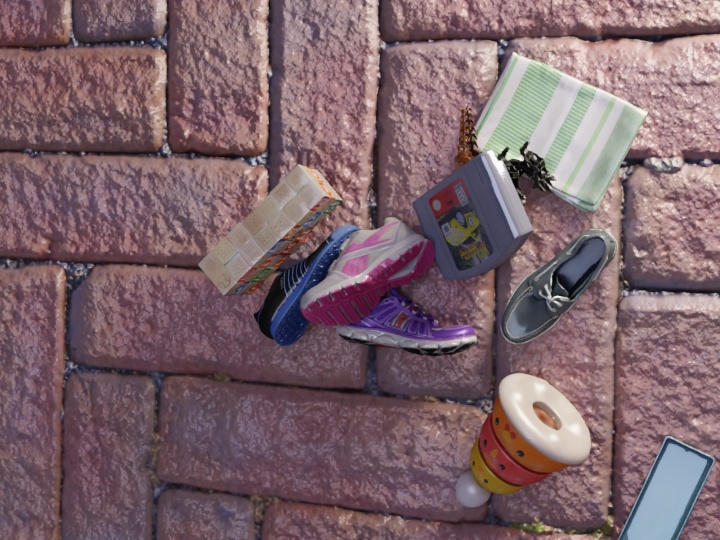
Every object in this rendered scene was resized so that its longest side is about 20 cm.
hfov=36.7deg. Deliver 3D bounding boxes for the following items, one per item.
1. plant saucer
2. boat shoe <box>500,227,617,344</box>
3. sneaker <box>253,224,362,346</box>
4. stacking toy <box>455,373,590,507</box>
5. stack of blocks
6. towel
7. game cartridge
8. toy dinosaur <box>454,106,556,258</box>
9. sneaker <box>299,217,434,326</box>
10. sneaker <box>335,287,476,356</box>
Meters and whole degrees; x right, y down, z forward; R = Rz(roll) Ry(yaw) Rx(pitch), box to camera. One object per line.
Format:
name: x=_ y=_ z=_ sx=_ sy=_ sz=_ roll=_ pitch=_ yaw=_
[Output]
plant saucer: x=0.393 y=0.321 z=1.429 sx=0.069 sy=0.019 sz=0.202 roll=25 pitch=97 yaw=14
boat shoe: x=0.258 y=0.021 z=1.438 sx=0.200 sy=0.062 sz=0.073 roll=-45 pitch=80 yaw=12
sneaker: x=-0.076 y=0.009 z=1.530 sx=0.200 sy=0.070 sz=0.078 roll=-51 pitch=42 yaw=-6
stacking toy: x=0.196 y=0.250 z=1.442 sx=0.146 sy=0.146 sz=0.201 roll=42 pitch=118 yaw=11
stack of blocks: x=-0.121 y=-0.054 z=1.517 sx=0.200 sy=0.115 sz=0.059 roll=-43 pitch=80 yaw=11
towel: x=0.259 y=-0.186 z=1.454 sx=0.199 sy=0.023 sz=0.154 roll=29 pitch=98 yaw=14
game cartridge: x=0.143 y=-0.062 z=1.416 sx=0.041 sy=0.200 sz=0.134 roll=-25 pitch=85 yaw=-28
toy dinosaur: x=0.169 y=-0.111 z=1.439 sx=0.135 sy=0.102 sz=0.201 roll=-13 pitch=118 yaw=48
sneaker: x=0.000 y=0.000 z=1.480 sx=0.199 sy=0.082 sz=0.088 roll=-31 pitch=51 yaw=-10
sneaker: x=0.063 y=0.069 z=1.489 sx=0.198 sy=0.081 sz=0.084 roll=10 pitch=83 yaw=13
